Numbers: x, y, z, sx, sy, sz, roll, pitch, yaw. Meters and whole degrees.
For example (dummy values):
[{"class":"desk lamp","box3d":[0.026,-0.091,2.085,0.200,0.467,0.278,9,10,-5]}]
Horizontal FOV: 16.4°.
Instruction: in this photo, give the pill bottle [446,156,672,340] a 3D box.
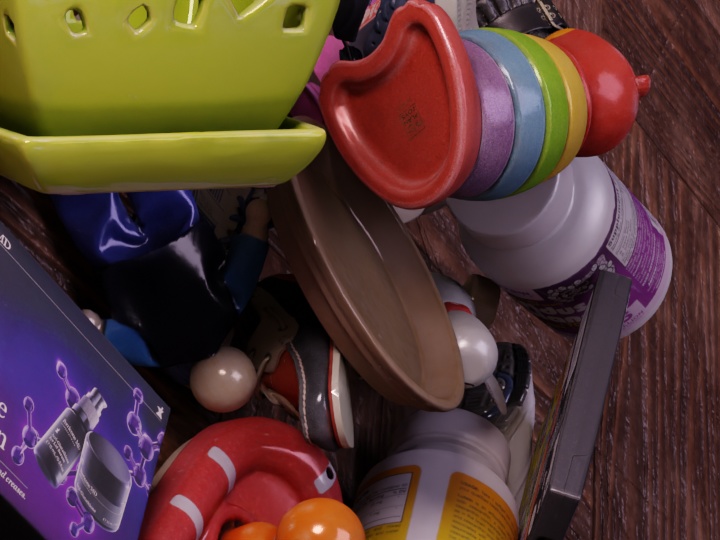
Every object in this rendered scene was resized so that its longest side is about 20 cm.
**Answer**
[{"class":"pill bottle","box3d":[0.133,-0.029,1.711,0.200,0.112,0.113,37,44,-57]}]

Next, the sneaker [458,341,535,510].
[{"class":"sneaker","box3d":[0.090,0.142,1.788,0.087,0.074,0.201,59,36,-48]}]

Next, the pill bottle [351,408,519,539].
[{"class":"pill bottle","box3d":[0.043,0.187,1.612,0.111,0.111,0.200,55,33,-31]}]

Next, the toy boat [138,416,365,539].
[{"class":"toy boat","box3d":[-0.055,0.163,1.422,0.131,0.130,0.200,63,29,-19]}]

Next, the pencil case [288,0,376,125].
[{"class":"pencil case","box3d":[-0.042,-0.162,1.680,0.200,0.093,0.091,-75,-177,-46]}]

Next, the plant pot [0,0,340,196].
[{"class":"plant pot","box3d":[-0.127,-0.139,1.316,0.198,0.200,0.182,-4,102,-27]}]

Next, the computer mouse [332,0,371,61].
[{"class":"computer mouse","box3d":[0.000,-0.149,1.552,0.200,0.034,0.059,81,1,-56]}]

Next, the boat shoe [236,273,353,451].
[{"class":"boat shoe","box3d":[-0.041,0.054,1.504,0.200,0.062,0.071,-107,-167,-66]}]

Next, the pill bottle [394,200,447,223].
[{"class":"pill bottle","box3d":[0.042,-0.114,1.775,0.113,0.112,0.200,62,30,-20]}]

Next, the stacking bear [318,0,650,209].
[{"class":"stacking bear","box3d":[0.094,-0.103,1.551,0.200,0.121,0.114,-11,72,-43]}]

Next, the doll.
[{"class":"doll","box3d":[-0.113,-0.009,1.447,0.201,0.136,0.048,64,-14,-8]}]

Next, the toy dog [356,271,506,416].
[{"class":"toy dog","box3d":[0.044,0.055,1.679,0.200,0.131,0.097,-30,138,-74]}]

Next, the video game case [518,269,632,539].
[{"class":"video game case","box3d":[0.133,0.129,1.661,0.181,0.025,0.200,106,2,-46]}]

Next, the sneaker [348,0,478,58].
[{"class":"sneaker","box3d":[0.033,-0.169,1.605,0.200,0.084,0.075,87,21,-44]}]

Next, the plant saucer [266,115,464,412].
[{"class":"plant saucer","box3d":[0.000,0.000,1.497,0.200,0.029,0.200,54,16,-23]}]

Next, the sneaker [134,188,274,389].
[{"class":"sneaker","box3d":[-0.088,-0.029,1.515,0.075,0.088,0.201,30,51,-55]}]

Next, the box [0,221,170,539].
[{"class":"box","box3d":[-0.193,0.071,1.279,0.200,0.079,0.141,51,32,-36]}]

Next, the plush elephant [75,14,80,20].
[{"class":"plush elephant","box3d":[-0.103,-0.208,1.506,0.155,0.164,0.201,-112,-168,-53]}]

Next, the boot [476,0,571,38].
[{"class":"boot","box3d":[0.085,-0.177,1.699,0.211,0.079,0.158,22,50,-49]}]
